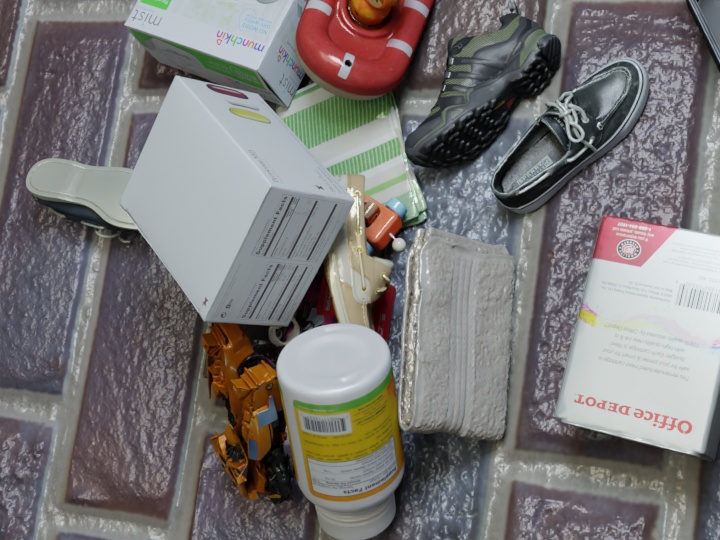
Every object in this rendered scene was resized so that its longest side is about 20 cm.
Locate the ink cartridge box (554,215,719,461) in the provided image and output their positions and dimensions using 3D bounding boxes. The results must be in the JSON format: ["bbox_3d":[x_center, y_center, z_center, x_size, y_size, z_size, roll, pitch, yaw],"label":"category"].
[{"bbox_3d":[0.281,0.064,1.193,0.144,0.083,0.203,12,83,25],"label":"ink cartridge box"}]

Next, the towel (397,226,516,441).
[{"bbox_3d":[0.099,0.064,1.251,0.034,0.131,0.203,-11,72,52],"label":"towel"}]

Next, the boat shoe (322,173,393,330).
[{"bbox_3d":[0.000,0.000,1.272,0.068,0.074,0.203,-13,95,1],"label":"boat shoe"}]

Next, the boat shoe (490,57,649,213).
[{"bbox_3d":[0.209,-0.144,1.283,0.199,0.068,0.074,-40,66,10],"label":"boat shoe"}]

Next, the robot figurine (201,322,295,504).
[{"bbox_3d":[-0.118,0.152,1.298,0.058,0.202,0.145,-20,45,-23],"label":"robot figurine"}]

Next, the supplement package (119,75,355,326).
[{"bbox_3d":[-0.127,-0.069,1.249,0.200,0.110,0.157,48,119,37],"label":"supplement package"}]

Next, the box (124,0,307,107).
[{"bbox_3d":[-0.139,-0.307,1.454,0.198,0.097,0.178,23,79,27],"label":"box"}]

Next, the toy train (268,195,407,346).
[{"bbox_3d":[-0.053,-0.026,1.334,0.200,0.056,0.150,-46,55,-7],"label":"toy train"}]

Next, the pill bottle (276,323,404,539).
[{"bbox_3d":[-0.015,0.163,1.238,0.109,0.202,0.112,-6,33,4],"label":"pill bottle"}]

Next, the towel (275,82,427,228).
[{"bbox_3d":[-0.016,-0.125,1.406,0.151,0.023,0.202,-20,72,19],"label":"towel"}]

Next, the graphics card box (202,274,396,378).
[{"bbox_3d":[-0.067,0.067,1.366,0.198,0.051,0.127,4,78,26],"label":"graphics card box"}]

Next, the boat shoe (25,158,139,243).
[{"bbox_3d":[-0.303,-0.079,1.497,0.197,0.062,0.076,10,66,17],"label":"boat shoe"}]

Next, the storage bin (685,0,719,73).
[{"bbox_3d":[0.400,-0.238,1.208,0.134,0.094,0.202,-26,69,16],"label":"storage bin"}]

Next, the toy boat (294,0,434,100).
[{"bbox_3d":[0.012,-0.284,1.340,0.129,0.131,0.202,23,71,-6],"label":"toy boat"}]

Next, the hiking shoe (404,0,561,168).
[{"bbox_3d":[0.116,-0.194,1.343,0.199,0.076,0.101,-40,57,1],"label":"hiking shoe"}]
